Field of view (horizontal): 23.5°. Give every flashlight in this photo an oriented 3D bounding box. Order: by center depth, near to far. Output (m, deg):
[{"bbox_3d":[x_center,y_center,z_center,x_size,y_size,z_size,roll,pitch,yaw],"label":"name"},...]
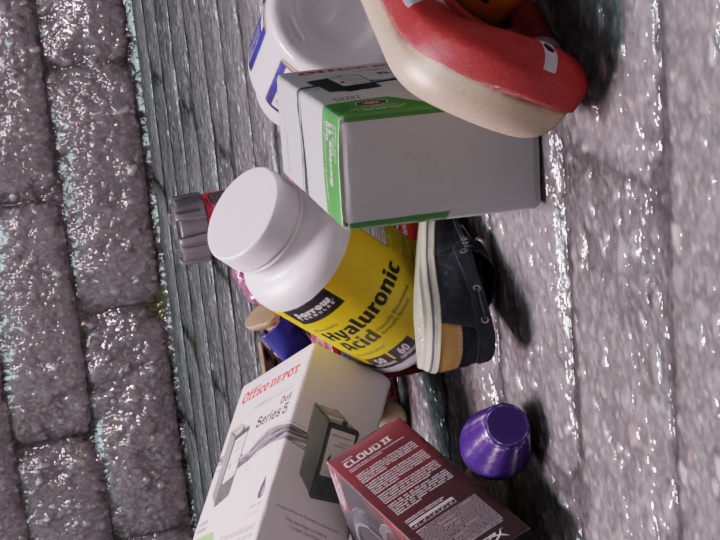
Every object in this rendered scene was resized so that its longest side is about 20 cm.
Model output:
[{"bbox_3d":[-0.080,-0.053,1.639,0.068,0.199,0.068,156,104,-76],"label":"flashlight"}]

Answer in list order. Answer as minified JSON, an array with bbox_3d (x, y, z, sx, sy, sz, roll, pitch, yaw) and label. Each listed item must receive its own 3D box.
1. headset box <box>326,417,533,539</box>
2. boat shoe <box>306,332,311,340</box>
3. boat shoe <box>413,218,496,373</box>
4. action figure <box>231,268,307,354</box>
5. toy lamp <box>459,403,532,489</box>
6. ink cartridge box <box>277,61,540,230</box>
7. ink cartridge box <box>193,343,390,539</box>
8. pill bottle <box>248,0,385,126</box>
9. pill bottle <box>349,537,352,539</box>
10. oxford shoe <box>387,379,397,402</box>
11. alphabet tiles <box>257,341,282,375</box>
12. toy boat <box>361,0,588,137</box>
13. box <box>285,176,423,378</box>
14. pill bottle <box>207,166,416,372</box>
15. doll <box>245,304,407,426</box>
[{"bbox_3d":[0.059,0.220,1.333,0.200,0.077,0.149,36,149,49],"label":"headset box"},{"bbox_3d":[-0.019,0.049,1.744,0.076,0.072,0.200,53,172,38],"label":"boat shoe"},{"bbox_3d":[0.073,0.007,1.337,0.200,0.062,0.075,-91,3,-55],"label":"boat shoe"},{"bbox_3d":[-0.086,0.032,1.816,0.200,0.133,0.150,43,-123,-79],"label":"action figure"},{"bbox_3d":[0.094,0.154,1.351,0.200,0.058,0.058,110,148,-63],"label":"toy lamp"},{"bbox_3d":[0.029,-0.097,1.259,0.200,0.146,0.084,-138,42,-69],"label":"ink cartridge box"},{"bbox_3d":[-0.063,0.180,1.453,0.145,0.084,0.201,-33,35,54],"label":"ink cartridge box"},{"bbox_3d":[-0.038,-0.195,1.542,0.200,0.119,0.120,132,128,-73],"label":"pill bottle"},{"bbox_3d":[-0.021,0.341,1.854,0.113,0.112,0.201,144,117,-76],"label":"pill bottle"},{"bbox_3d":[0.001,0.156,1.732,0.075,0.070,0.201,-137,41,-78],"label":"oxford shoe"},{"bbox_3d":[-0.042,0.163,1.782,0.200,0.006,0.167,47,-162,-36],"label":"alphabet tiles"},{"bbox_3d":[0.083,-0.180,1.087,0.131,0.130,0.201,-54,38,30],"label":"toy boat"},{"bbox_3d":[0.000,0.000,1.556,0.095,0.099,0.201,157,103,-76],"label":"box"},{"bbox_3d":[-0.025,-0.004,1.407,0.111,0.200,0.112,-29,45,34],"label":"pill bottle"},{"bbox_3d":[-0.019,0.088,1.638,0.048,0.137,0.200,-9,130,47],"label":"doll"}]
